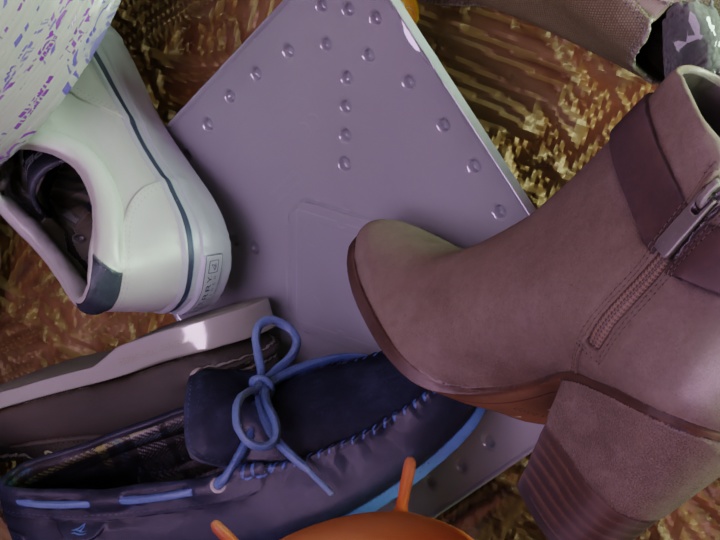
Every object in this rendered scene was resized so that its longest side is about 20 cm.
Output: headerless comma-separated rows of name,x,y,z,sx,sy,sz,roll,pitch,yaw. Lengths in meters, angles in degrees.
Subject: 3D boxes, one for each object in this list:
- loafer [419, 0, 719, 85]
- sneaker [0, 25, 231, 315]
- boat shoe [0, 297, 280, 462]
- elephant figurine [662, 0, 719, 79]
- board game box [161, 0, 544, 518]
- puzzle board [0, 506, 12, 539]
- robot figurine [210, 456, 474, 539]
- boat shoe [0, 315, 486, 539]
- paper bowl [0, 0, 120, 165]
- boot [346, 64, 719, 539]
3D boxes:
loafer,0.099,-0.108,0.766,0.200,0.076,0.068,5,78,25
sneaker,-0.128,-0.057,0.859,0.200,0.071,0.073,49,127,36
boat shoe,-0.109,0.064,0.883,0.201,0.072,0.060,-19,92,40
elephant figurine,0.213,-0.003,0.713,0.199,0.155,0.142,-1,68,18
board game box,0.000,0.000,0.827,0.200,0.026,0.200,-40,79,44
puzzle board,-0.223,0.088,0.927,0.200,0.151,0.017,23,67,22
robot figurine,0.010,0.173,0.712,0.144,0.117,0.200,-17,88,24
boat shoe,-0.050,0.071,0.774,0.200,0.084,0.069,-27,112,9
paper bowl,-0.188,-0.139,0.839,0.200,0.104,0.201,-26,50,36
boot,0.078,-0.005,0.687,0.200,0.070,0.146,52,122,41
